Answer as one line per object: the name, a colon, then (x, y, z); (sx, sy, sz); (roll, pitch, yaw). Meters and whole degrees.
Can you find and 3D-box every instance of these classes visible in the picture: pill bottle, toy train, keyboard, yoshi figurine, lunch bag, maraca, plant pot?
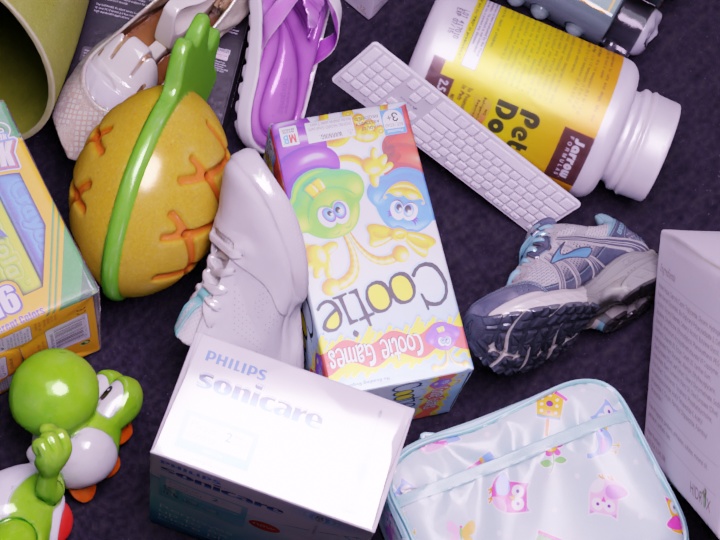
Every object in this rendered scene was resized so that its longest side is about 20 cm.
pill bottle: (0.132, -0.125, 1.294); (0.198, 0.109, 0.110); (22, 68, 1)
toy train: (0.158, -0.247, 1.363); (0.199, 0.085, 0.115); (29, 81, 1)
keyboard: (0.071, -0.094, 1.266); (0.199, 0.056, 0.011); (36, 56, -18)
yoshi figurine: (-0.229, 0.131, 1.155); (0.112, 0.112, 0.201); (32, 66, 12)
lunch bag: (0.112, 0.170, 1.200); (0.198, 0.077, 0.162); (-20, 74, -14)
maraca: (-0.136, -0.075, 1.188); (0.106, 0.137, 0.202); (19, 88, 2)
plant pot: (-0.264, -0.227, 1.256); (0.185, 0.188, 0.201); (23, 53, 1)

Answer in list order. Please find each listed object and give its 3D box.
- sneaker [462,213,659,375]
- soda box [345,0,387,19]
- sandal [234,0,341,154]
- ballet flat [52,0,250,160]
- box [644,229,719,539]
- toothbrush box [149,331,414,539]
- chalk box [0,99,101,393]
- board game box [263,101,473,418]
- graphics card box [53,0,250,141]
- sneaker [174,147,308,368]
sneaker: (0.134, 0.011, 1.250); (0.199, 0.078, 0.087); (-15, 58, -43)
soda box: (-0.045, -0.290, 1.352); (0.200, 0.068, 0.064); (41, 70, 7)
sandal: (-0.042, -0.180, 1.265); (0.082, 0.205, 0.050); (-13, 30, -42)
ballet flat: (-0.149, -0.163, 1.241); (0.067, 0.062, 0.200); (38, 71, 7)
box: (0.312, 0.072, 1.173); (0.196, 0.200, 0.174); (1, 102, -7)
toothbrush box: (-0.056, 0.128, 1.127); (0.145, 0.200, 0.086); (20, 68, -1)
chalk box: (-0.274, -0.025, 1.195); (0.123, 0.125, 0.201); (-25, 74, -16)
board game box: (0.000, 0.000, 1.233); (0.102, 0.105, 0.202); (-10, 71, -11)
graphics card box: (-0.145, -0.179, 1.307); (0.124, 0.051, 0.202); (13, 68, -3)
sneaker: (-0.086, 0.016, 1.168); (0.088, 0.202, 0.075); (-18, 39, -21)
